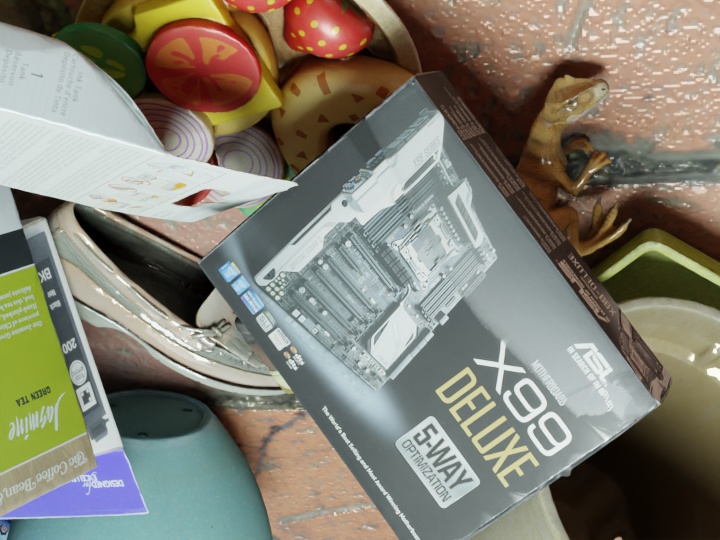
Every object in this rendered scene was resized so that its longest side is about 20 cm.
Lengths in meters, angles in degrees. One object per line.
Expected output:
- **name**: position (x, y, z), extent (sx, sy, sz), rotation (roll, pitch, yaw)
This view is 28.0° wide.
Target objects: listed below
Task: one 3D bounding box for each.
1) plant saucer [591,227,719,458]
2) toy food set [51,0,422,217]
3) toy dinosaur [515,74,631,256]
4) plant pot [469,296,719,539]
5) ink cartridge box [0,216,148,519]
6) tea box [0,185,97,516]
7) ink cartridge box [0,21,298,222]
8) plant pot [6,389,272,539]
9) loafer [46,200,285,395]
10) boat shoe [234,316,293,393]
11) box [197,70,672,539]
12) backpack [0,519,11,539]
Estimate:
- **plant saucer**: position (0.193, 0.053, 0.924), extent (0.199, 0.048, 0.200), rotation (26, 138, -22)
- **toy food set**: position (-0.063, -0.095, 0.779), extent (0.196, 0.049, 0.200), rotation (-13, 138, 24)
- **toy dinosaur**: position (0.090, -0.016, 0.809), extent (0.106, 0.060, 0.202), rotation (4, 109, -45)
- **plant pot**: position (0.155, 0.143, 0.873), extent (0.199, 0.202, 0.184), rotation (17, 152, -13)
- **ink cartridge box**: position (-0.247, 0.077, 0.924), extent (0.197, 0.043, 0.202), rotation (-9, 105, 34)
- **tea box**: position (-0.288, 0.056, 0.829), extent (0.199, 0.133, 0.198), rotation (-13, 95, 35)
- **ink cartridge box**: position (-0.148, -0.074, 0.727), extent (0.198, 0.051, 0.162), rotation (10, 170, -25)
- **plant pot**: position (-0.155, 0.165, 1.032), extent (0.198, 0.200, 0.136), rotation (6, 107, 2)
- **loafer**: position (-0.114, 0.018, 0.917), extent (0.199, 0.072, 0.063), rotation (25, 131, -17)
- **boat shoe**: position (0.000, 0.000, 0.861), extent (0.065, 0.073, 0.200), rotation (39, 118, -17)
- **box**: position (0.036, 0.026, 0.739), extent (0.157, 0.050, 0.201), rotation (-38, 86, 23)
- **backpack**: position (-0.353, 0.187, 1.113), extent (0.182, 0.135, 0.200), rotation (-24, 135, 35)
